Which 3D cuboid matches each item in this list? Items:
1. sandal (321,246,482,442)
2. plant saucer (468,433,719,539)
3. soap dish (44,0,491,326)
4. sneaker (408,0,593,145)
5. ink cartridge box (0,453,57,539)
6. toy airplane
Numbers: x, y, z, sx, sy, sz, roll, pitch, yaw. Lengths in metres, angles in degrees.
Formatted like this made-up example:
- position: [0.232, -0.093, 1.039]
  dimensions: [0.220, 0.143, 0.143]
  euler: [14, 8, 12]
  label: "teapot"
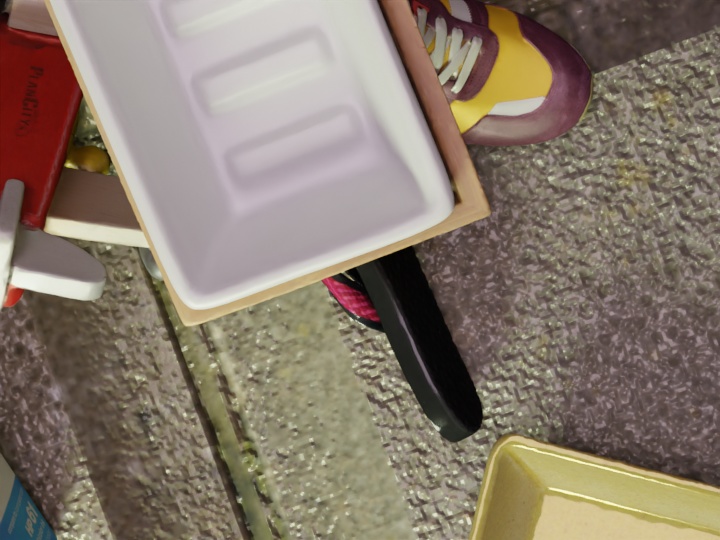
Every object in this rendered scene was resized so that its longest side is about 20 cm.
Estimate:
- position: [0.000, 0.000, 1.127]
  dimensions: [0.045, 0.075, 0.200]
  euler: [-24, 92, 22]
  label: "sandal"
- position: [0.144, 0.198, 1.125]
  dimensions: [0.200, 0.048, 0.200]
  euler: [14, 96, 9]
  label: "plant saucer"
- position: [-0.046, -0.093, 1.032]
  dimensions: [0.157, 0.081, 0.200]
  euler: [-20, 99, 13]
  label: "soap dish"
- position: [0.017, -0.112, 1.104]
  dimensions: [0.200, 0.090, 0.075]
  euler: [18, 97, 9]
  label: "sneaker"
- position: [-0.271, 0.108, 1.145]
  dimensions: [0.144, 0.085, 0.200]
  euler: [-27, 109, 10]
  label: "ink cartridge box"
- position: [-0.173, -0.044, 1.111]
  dimensions: [0.199, 0.141, 0.200]
  euler: [-33, 74, -30]
  label: "toy airplane"
